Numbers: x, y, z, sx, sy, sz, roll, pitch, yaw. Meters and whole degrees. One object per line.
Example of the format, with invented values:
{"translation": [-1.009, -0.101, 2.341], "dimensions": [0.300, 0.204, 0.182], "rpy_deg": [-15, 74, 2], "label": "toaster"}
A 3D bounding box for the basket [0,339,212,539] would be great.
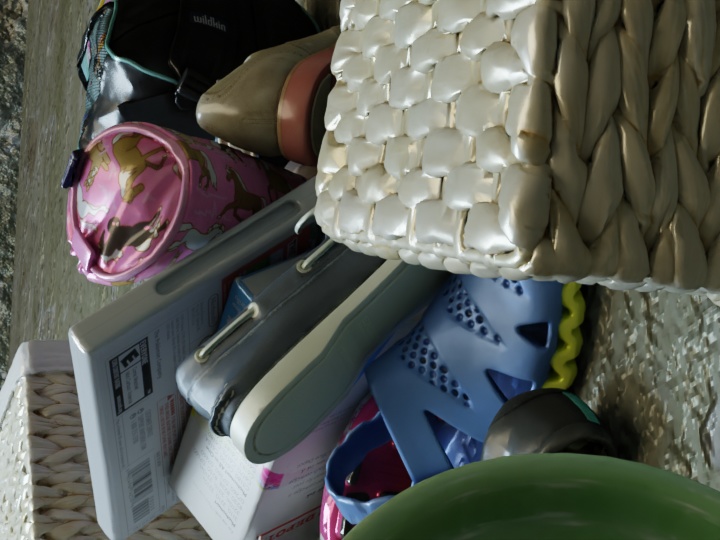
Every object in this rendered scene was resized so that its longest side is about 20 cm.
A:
{"translation": [-0.152, 0.160, 1.119], "dimensions": [0.200, 0.196, 0.163], "rpy_deg": [122, 144, -52], "label": "basket"}

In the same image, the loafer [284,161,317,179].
{"translation": [-0.041, 0.028, 1.003], "dimensions": [0.071, 0.072, 0.203], "rpy_deg": [-126, 45, -65], "label": "loafer"}

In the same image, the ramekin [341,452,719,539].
{"translation": [0.063, 0.163, 0.470], "dimensions": [0.098, 0.197, 0.202], "rpy_deg": [106, 160, -48], "label": "ramekin"}

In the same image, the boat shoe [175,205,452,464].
{"translation": [0.000, 0.000, 0.746], "dimensions": [0.062, 0.200, 0.075], "rpy_deg": [39, 170, 25], "label": "boat shoe"}

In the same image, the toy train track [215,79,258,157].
{"translation": [-0.077, -0.029, 1.027], "dimensions": [0.033, 0.113, 0.202], "rpy_deg": [-96, 6, -49], "label": "toy train track"}

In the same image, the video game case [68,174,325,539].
{"translation": [-0.070, 0.046, 0.872], "dimensions": [0.023, 0.181, 0.201], "rpy_deg": [45, 153, 25], "label": "video game case"}

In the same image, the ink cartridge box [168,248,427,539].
{"translation": [-0.031, 0.080, 0.874], "dimensions": [0.068, 0.114, 0.201], "rpy_deg": [45, 135, 26], "label": "ink cartridge box"}

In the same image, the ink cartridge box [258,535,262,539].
{"translation": [-0.031, 0.259, 0.878], "dimensions": [0.201, 0.049, 0.162], "rpy_deg": [98, 168, -52], "label": "ink cartridge box"}

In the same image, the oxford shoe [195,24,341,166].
{"translation": [-0.031, -0.106, 0.906], "dimensions": [0.200, 0.074, 0.071], "rpy_deg": [-35, -48, -71], "label": "oxford shoe"}

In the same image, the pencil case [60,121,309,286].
{"translation": [-0.076, -0.022, 0.876], "dimensions": [0.086, 0.199, 0.084], "rpy_deg": [5, 86, 28], "label": "pencil case"}

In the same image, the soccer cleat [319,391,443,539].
{"translation": [0.002, 0.153, 0.844], "dimensions": [0.086, 0.069, 0.203], "rpy_deg": [-166, 82, -71], "label": "soccer cleat"}

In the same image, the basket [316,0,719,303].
{"translation": [0.091, -0.091, 0.487], "dimensions": [0.200, 0.159, 0.201], "rpy_deg": [-164, 80, -73], "label": "basket"}

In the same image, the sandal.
{"translation": [0.041, 0.053, 0.734], "dimensions": [0.080, 0.086, 0.202], "rpy_deg": [-116, 38, -61], "label": "sandal"}

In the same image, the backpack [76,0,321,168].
{"translation": [-0.108, -0.122, 1.099], "dimensions": [0.201, 0.174, 0.154], "rpy_deg": [-98, 27, -47], "label": "backpack"}

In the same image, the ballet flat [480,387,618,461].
{"translation": [0.068, 0.149, 0.656], "dimensions": [0.068, 0.067, 0.203], "rpy_deg": [8, 93, 63], "label": "ballet flat"}
